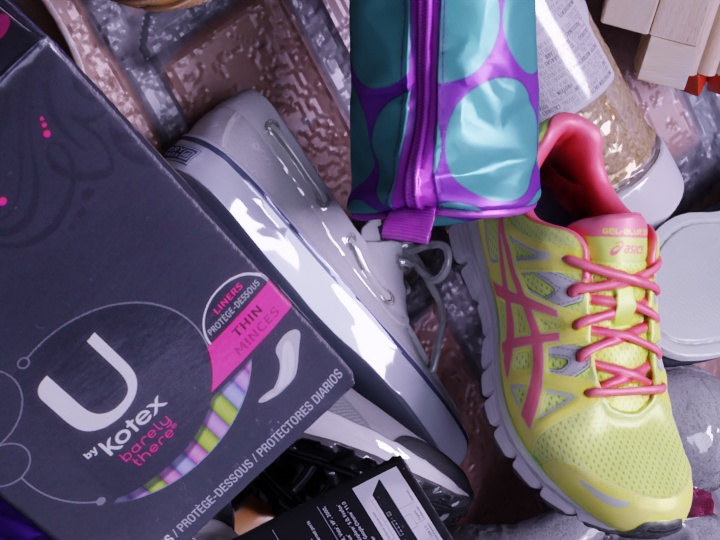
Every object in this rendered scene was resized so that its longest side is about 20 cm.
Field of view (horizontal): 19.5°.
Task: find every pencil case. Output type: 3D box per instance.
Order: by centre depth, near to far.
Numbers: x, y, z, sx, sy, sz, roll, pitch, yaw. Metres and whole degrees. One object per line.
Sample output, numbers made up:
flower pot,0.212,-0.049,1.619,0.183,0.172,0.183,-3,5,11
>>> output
pencil case,0.031,-0.118,0.853,0.092,0.085,0.201,-41,131,-70

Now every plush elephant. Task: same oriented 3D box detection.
plush elephant,0.125,0.110,0.980,0.164,0.200,0.155,22,68,-24

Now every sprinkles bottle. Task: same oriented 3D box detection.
sprinkles bottle,0.078,-0.102,0.960,0.068,0.068,0.200,-41,116,-18

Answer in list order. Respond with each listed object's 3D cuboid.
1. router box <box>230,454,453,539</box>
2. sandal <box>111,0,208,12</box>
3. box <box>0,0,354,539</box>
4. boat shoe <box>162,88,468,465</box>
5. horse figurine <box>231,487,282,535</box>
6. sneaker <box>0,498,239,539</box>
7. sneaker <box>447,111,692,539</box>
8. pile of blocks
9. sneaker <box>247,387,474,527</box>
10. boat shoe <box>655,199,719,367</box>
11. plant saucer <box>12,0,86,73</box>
router box,-0.039,0.166,0.834,0.149,0.051,0.200,-25,153,-14
sandal,-0.077,-0.139,0.872,0.200,0.082,0.055,-18,129,-34
box,-0.114,0.002,0.733,0.122,0.106,0.200,-44,132,-3
boat shoe,-0.003,0.000,0.935,0.202,0.075,0.086,50,64,-19
horse figurine,-0.052,0.151,0.938,0.132,0.050,0.200,-27,113,-18
sneaker,-0.139,0.119,0.857,0.200,0.100,0.070,-26,142,13
sneaker,0.095,0.018,0.885,0.078,0.090,0.200,-1,55,-30
pile of blocks,0.183,-0.121,1.021,0.200,0.082,0.062,-5,123,-35
sneaker,-0.036,0.051,0.891,0.200,0.074,0.079,29,50,-12
boat shoe,0.178,0.003,1.006,0.200,0.060,0.076,-27,75,-43
plant saucer,-0.201,-0.046,0.801,0.200,0.034,0.201,-1,96,-12
